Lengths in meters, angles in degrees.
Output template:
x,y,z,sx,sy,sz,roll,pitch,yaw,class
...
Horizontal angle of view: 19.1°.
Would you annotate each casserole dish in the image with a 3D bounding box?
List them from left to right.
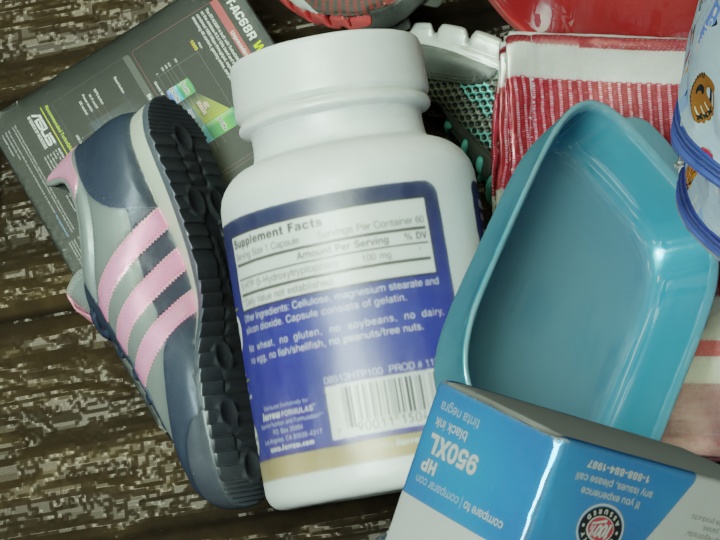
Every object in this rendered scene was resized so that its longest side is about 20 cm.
x,y,z,sx,sy,sz,roll,pitch,yaw,class
0.093,0.018,0.941,0.039,0.121,0.201,-16,38,47,casserole dish

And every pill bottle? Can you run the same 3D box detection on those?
x,y,z,sx,sy,sz,roll,pitch,yaw,class
0.000,0.000,0.969,0.119,0.120,0.202,-10,83,7,pill bottle

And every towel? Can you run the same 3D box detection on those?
x,y,z,sx,sy,sz,roll,pitch,yaw,class
0.132,-0.010,1.017,0.143,0.023,0.202,2,93,-3,towel

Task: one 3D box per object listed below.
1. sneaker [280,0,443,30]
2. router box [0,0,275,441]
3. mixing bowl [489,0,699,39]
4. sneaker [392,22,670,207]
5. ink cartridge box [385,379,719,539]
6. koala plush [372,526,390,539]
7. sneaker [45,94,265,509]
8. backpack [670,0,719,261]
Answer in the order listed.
x,y,z,sx,sy,sz,roll,pitch,yaw,class
-0.040,-0.183,1.082,0.200,0.098,0.071,32,79,38,sneaker
-0.077,-0.031,1.088,0.149,0.062,0.201,-32,70,0,router box
0.148,-0.204,1.050,0.198,0.109,0.202,-2,59,3,mixing bowl
0.082,-0.058,1.063,0.199,0.078,0.092,22,82,17,sneaker
0.072,0.162,0.844,0.084,0.144,0.202,23,94,53,ink cartridge box
0.009,0.172,0.951,0.199,0.177,0.185,-34,58,7,koala plush
-0.095,0.024,1.016,0.082,0.070,0.202,-22,70,25,sneaker
0.213,-0.064,0.906,0.198,0.190,0.155,17,107,10,backpack
